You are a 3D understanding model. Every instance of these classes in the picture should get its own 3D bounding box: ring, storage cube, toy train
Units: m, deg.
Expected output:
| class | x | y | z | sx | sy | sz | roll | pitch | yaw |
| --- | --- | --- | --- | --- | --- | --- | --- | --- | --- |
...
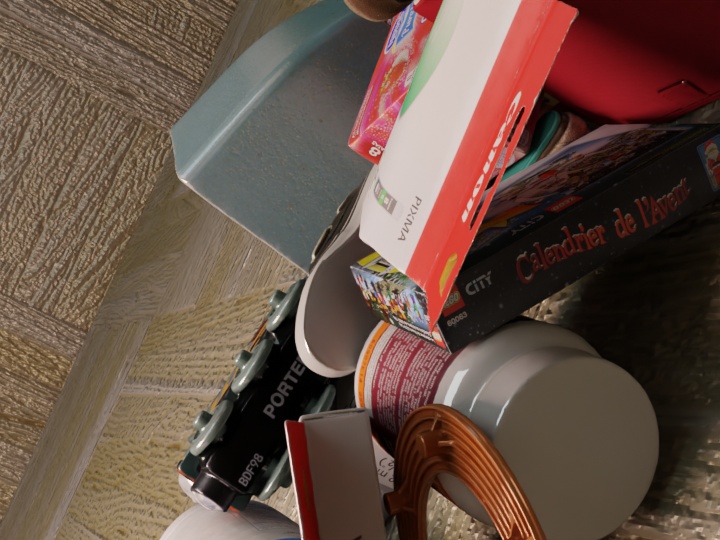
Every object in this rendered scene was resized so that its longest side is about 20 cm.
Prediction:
| class | x | y | z | sx | sy | sz | roll | pitch | yaw |
| --- | --- | --- | --- | --- | --- | --- | --- | --- | --- |
| ring | 0.054 | 0.166 | 0.587 | 0.200 | 0.019 | 0.202 | 167 | 90 | -72 |
| storage cube | 0.165 | -0.214 | 0.731 | 0.200 | 0.179 | 0.172 | -20 | 46 | 63 |
| toy train | -0.066 | 0.091 | 0.879 | 0.201 | 0.085 | 0.114 | -59 | 9 | -20 |

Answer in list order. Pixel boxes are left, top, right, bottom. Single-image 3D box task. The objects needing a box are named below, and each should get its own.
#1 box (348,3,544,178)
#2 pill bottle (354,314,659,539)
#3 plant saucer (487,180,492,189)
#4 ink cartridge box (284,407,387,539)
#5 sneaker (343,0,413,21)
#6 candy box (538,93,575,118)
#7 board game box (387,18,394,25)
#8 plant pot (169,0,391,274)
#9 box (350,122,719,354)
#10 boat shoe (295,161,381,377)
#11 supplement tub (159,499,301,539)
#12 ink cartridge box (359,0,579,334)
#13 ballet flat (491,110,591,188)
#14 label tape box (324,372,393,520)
| class | x | y | z | sx | sy | sz | roll | pitch | yaw |
| --- | --- | --- | --- | --- | --- | --- | --- | --- | --- |
| box | 0.077 | -0.160 | 0.841 | 0.100 | 0.095 | 0.201 | -36 | 30 | 54 |
| pill bottle | 0.077 | 0.081 | 0.673 | 0.115 | 0.114 | 0.200 | -64 | 18 | -3 |
| plant saucer | 0.060 | -0.053 | 1.021 | 0.201 | 0.036 | 0.201 | -52 | 22 | 30 |
| ink cartridge box | -0.003 | 0.177 | 0.639 | 0.176 | 0.044 | 0.202 | 103 | 159 | -82 |
| sneaker | 0.050 | -0.231 | 0.672 | 0.201 | 0.070 | 0.076 | -58 | 20 | 17 |
| candy box | 0.166 | -0.212 | 0.922 | 0.117 | 0.056 | 0.201 | -33 | 36 | 57 |
| board game box | 0.082 | -0.281 | 1.143 | 0.200 | 0.061 | 0.201 | -28 | 39 | 63 |
| plant pot | -0.024 | -0.120 | 1.007 | 0.200 | 0.196 | 0.196 | -51 | 20 | 7 |
| box | 0.104 | -0.026 | 0.692 | 0.199 | 0.038 | 0.136 | -29 | 14 | -12 |
| boat shoe | 0.000 | 0.000 | 0.819 | 0.064 | 0.071 | 0.201 | -39 | 19 | 48 |
| supplement tub | -0.073 | 0.241 | 0.835 | 0.133 | 0.131 | 0.200 | -66 | 19 | -10 |
| ink cartridge box | 0.046 | -0.075 | 0.604 | 0.200 | 0.050 | 0.162 | -78 | 10 | -74 |
| ballet flat | 0.098 | -0.015 | 0.807 | 0.200 | 0.067 | 0.068 | -50 | 19 | 13 |
| label tape box | 0.006 | 0.113 | 0.901 | 0.200 | 0.066 | 0.144 | -52 | 21 | 27 |
